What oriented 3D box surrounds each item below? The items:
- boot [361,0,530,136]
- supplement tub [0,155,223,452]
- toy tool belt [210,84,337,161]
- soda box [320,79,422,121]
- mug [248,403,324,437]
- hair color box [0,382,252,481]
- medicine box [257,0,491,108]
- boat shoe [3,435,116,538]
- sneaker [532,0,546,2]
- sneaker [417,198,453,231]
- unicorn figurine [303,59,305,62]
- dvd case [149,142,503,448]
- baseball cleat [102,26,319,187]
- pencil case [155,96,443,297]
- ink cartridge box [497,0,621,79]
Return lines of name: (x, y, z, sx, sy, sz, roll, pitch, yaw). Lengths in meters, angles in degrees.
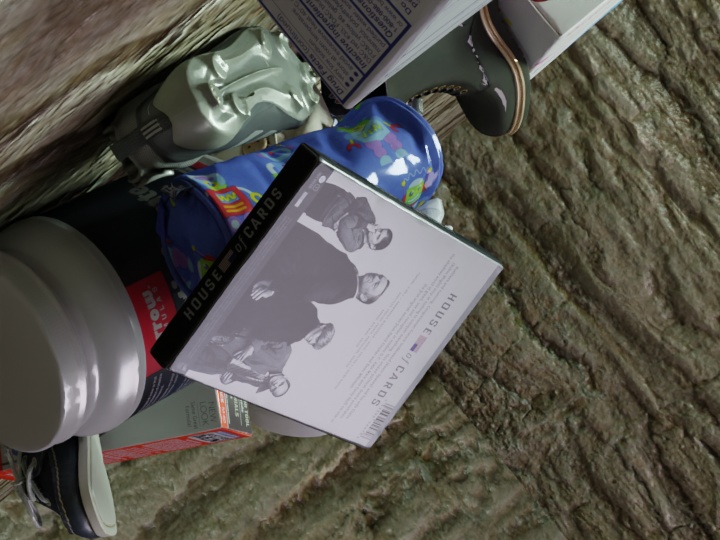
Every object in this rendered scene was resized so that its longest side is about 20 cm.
boot: (0.051, -0.141, 1.353, 0.139, 0.077, 0.201, -52, 139, -23)
supplement tub: (-0.153, 0.018, 1.152, 0.199, 0.141, 0.140, -29, 171, -43)
toy tool belt: (-0.034, -0.052, 1.332, 0.125, 0.123, 0.200, -39, 147, -3)
soda box: (0.010, -0.153, 1.473, 0.070, 0.064, 0.200, -3, -178, 5)
mug: (-0.056, 0.040, 1.472, 0.149, 0.186, 0.155, -7, 116, -41)
hair color box: (-0.187, 0.083, 1.337, 0.198, 0.112, 0.064, -12, 166, 16)
medicine box: (0.057, -0.202, 0.904, 0.182, 0.103, 0.200, -39, 179, -34)
boat shoe: (-0.199, 0.126, 1.194, 0.061, 0.076, 0.200, -12, -159, -9)
sneaker: (0.155, -0.264, 1.236, 0.201, 0.078, 0.082, -62, -167, -19)
sneaker: (0.000, 0.000, 1.232, 0.114, 0.076, 0.200, -17, -170, -20)
unicorn figurine: (-0.080, -0.082, 1.475, 0.199, 0.074, 0.137, -35, 169, 14)
dvd case: (-0.014, 0.022, 1.088, 0.151, 0.025, 0.200, -53, 141, 8)
baseball cleat: (-0.096, -0.101, 1.112, 0.106, 0.070, 0.200, -26, 179, 20)
pencil case: (-0.040, -0.046, 1.123, 0.199, 0.087, 0.078, -27, 144, -40)
ink cartridge box: (0.142, -0.242, 1.396, 0.128, 0.125, 0.200, -40, 178, -13)
